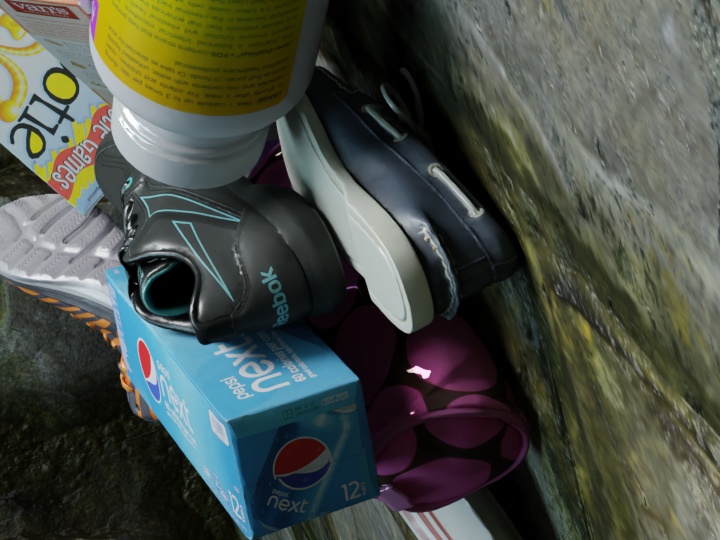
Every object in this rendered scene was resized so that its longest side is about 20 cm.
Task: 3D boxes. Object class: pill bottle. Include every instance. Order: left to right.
[{"bbox_3d":[-0.063,-0.130,1.016,0.201,0.103,0.105,105,147,-46],"label":"pill bottle"}]

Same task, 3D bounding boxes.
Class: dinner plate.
[{"bbox_3d":[0.051,0.130,1.251,0.200,0.024,0.200,50,169,13],"label":"dinner plate"}]

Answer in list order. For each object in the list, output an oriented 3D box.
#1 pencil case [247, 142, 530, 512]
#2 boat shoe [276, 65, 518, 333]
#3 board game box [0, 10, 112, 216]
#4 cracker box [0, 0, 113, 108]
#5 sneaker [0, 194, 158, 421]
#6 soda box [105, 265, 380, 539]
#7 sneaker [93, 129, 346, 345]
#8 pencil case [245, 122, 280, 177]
[{"bbox_3d":[0.006,0.026,1.158,0.091,0.093,0.201,52,-171,-51],"label":"pencil case"},{"bbox_3d":[0.010,-0.044,1.069,0.200,0.061,0.075,-128,21,-57],"label":"boat shoe"},{"bbox_3d":[-0.209,-0.142,1.386,0.200,0.103,0.105,42,179,-17],"label":"board game box"},{"bbox_3d":[-0.106,-0.158,1.153,0.200,0.057,0.135,42,-120,-67],"label":"cracker box"},{"bbox_3d":[-0.152,0.030,1.430,0.199,0.077,0.113,25,141,36],"label":"sneaker"},{"bbox_3d":[-0.061,0.051,1.135,0.200,0.067,0.065,-137,33,-60],"label":"soda box"},{"bbox_3d":[-0.088,-0.022,1.129,0.200,0.079,0.076,30,145,52],"label":"sneaker"},{"bbox_3d":[-0.067,-0.007,1.296,0.084,0.085,0.202,-155,57,-73],"label":"pencil case"}]
